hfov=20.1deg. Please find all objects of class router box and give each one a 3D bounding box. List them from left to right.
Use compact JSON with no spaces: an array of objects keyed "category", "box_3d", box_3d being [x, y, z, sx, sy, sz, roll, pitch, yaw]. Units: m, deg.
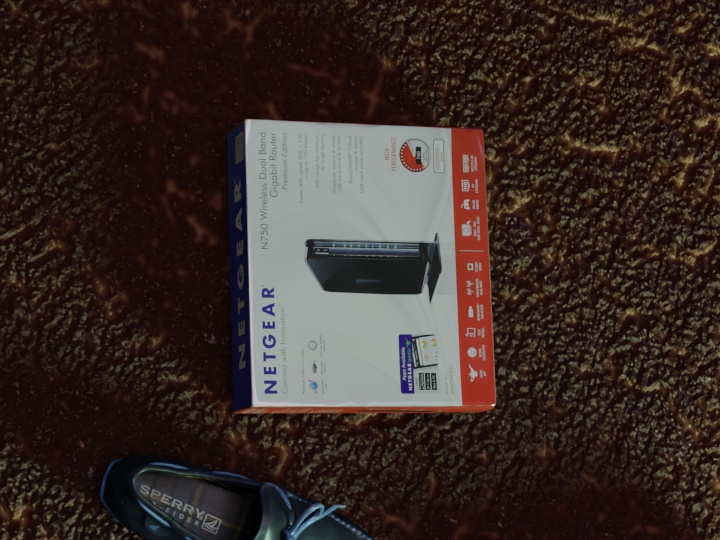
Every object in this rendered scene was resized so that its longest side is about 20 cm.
[{"category":"router box","box_3d":[0.000,0.000,1.414,0.179,0.049,0.201,1,81,-20]}]

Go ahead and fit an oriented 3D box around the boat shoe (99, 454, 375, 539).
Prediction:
[{"category":"boat shoe","box_3d":[-0.076,0.178,1.346,0.199,0.069,0.084,15,76,-17]}]
